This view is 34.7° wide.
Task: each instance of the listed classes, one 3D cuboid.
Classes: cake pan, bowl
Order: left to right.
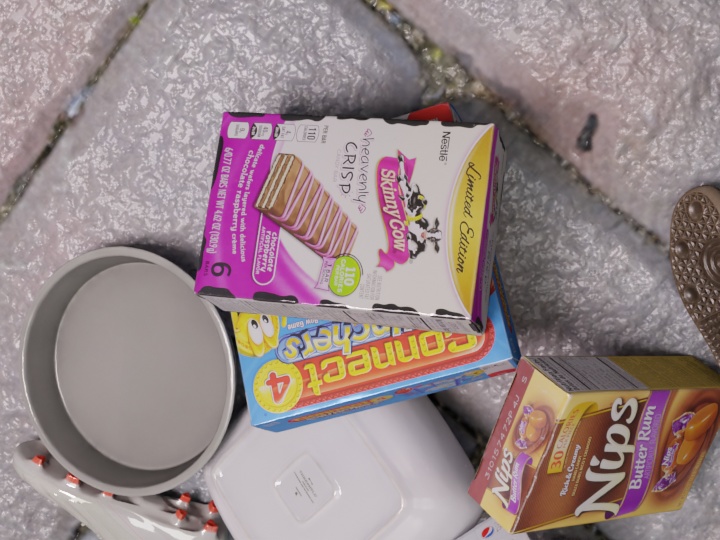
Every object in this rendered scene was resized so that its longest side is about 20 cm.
[{"bbox_3d":[-0.184,0.080,0.932,0.199,0.037,0.202,2,96,20],"label":"cake pan"},{"bbox_3d":[-0.027,0.168,0.906,0.200,0.075,0.200,-43,71,17],"label":"bowl"}]

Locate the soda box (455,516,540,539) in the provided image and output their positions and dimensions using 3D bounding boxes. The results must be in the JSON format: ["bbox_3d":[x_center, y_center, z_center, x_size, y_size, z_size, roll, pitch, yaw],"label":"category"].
[{"bbox_3d":[0.147,0.274,0.884,0.064,0.068,0.200,-34,118,6],"label":"soda box"}]

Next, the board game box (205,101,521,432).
[{"bbox_3d":[0.000,0.000,0.853,0.199,0.056,0.197,-16,74,12],"label":"board game box"}]

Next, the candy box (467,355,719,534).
[{"bbox_3d":[0.184,0.126,0.858,0.199,0.056,0.117,3,115,-37],"label":"candy box"}]

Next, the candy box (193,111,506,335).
[{"bbox_3d":[-0.006,-0.034,0.801,0.199,0.061,0.137,4,78,16],"label":"candy box"}]

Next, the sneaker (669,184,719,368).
[{"bbox_3d":[0.299,0.027,0.874,0.070,0.075,0.201,-21,87,55],"label":"sneaker"}]

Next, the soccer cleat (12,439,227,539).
[{"bbox_3d":[-0.212,0.210,0.991,0.199,0.069,0.078,25,112,-4],"label":"soccer cleat"}]
